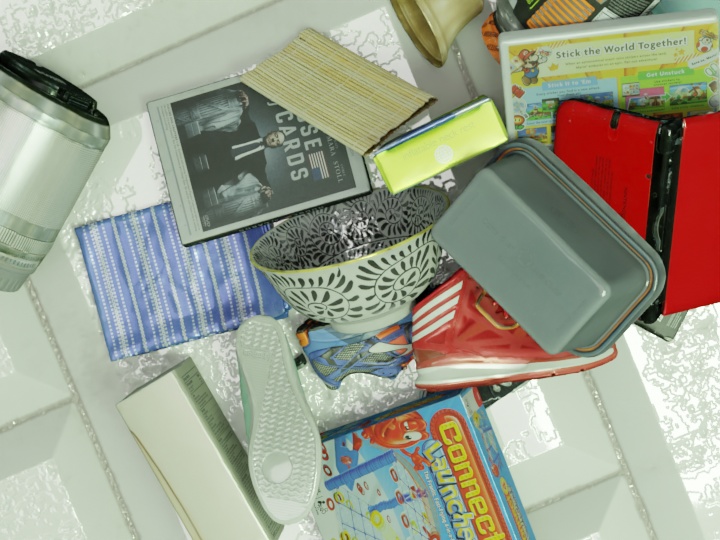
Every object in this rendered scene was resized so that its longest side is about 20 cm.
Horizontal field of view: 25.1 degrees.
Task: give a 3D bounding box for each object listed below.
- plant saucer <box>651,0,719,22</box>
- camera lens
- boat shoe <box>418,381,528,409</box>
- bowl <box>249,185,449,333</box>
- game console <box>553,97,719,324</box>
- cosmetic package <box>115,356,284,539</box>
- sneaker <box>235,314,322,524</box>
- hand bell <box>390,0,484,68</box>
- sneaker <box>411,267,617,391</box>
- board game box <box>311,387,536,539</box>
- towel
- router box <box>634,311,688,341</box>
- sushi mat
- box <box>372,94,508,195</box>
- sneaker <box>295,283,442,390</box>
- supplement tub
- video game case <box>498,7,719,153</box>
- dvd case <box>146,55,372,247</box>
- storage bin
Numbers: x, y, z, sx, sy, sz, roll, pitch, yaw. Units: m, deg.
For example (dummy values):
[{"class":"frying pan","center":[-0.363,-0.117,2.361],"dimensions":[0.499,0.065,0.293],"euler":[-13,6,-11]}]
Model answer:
[{"class":"plant saucer","center":[0.355,-0.314,1.569],"dimensions":[0.198,0.027,0.203],"euler":[-1,98,-8]},{"class":"camera lens","center":[-0.349,-0.101,1.575],"dimensions":[0.159,0.160,0.201],"euler":[30,95,1]},{"class":"boat shoe","center":[0.142,0.090,1.608],"dimensions":[0.199,0.068,0.072],"euler":[-33,92,5]},{"class":"bowl","center":[0.000,0.000,1.559],"dimensions":[0.198,0.201,0.095],"euler":[-14,109,4]},{"class":"game console","center":[0.277,-0.066,1.516],"dimensions":[0.171,0.118,0.202],"euler":[18,122,30]},{"class":"cosmetic package","center":[-0.157,0.195,1.617],"dimensions":[0.073,0.104,0.201],"euler":[-30,91,6]},{"class":"sneaker","center":[-0.075,0.152,1.594],"dimensions":[0.073,0.118,0.203],"euler":[-10,75,1]},{"class":"hand bell","center":[0.133,-0.295,1.583],"dimensions":[0.199,0.104,0.105],"euler":[-33,92,-8]},{"class":"sneaker","center":[0.143,0.047,1.536],"dimensions":[0.198,0.078,0.117],"euler":[-6,84,-11]},{"class":"board game box","center":[0.056,0.236,1.604],"dimensions":[0.194,0.056,0.202],"euler":[-21,93,22]},{"class":"towel","center":[-0.179,0.001,1.642],"dimensions":[0.198,0.024,0.146],"euler":[-15,93,4]},{"class":"router box","center":[0.283,-0.053,1.591],"dimensions":[0.149,0.062,0.201],"euler":[28,96,0]},{"class":"sushi mat","center":[-0.024,-0.174,1.547],"dimensions":[0.095,0.012,0.199],"euler":[-40,47,-17]},{"class":"box","center":[0.075,-0.121,1.529],"dimensions":[0.121,0.200,0.048],"euler":[-26,95,5]},{"class":"sneaker","center":[0.038,0.066,1.619],"dimensions":[0.198,0.075,0.079],"euler":[-12,105,11]},{"class":"supplement tub","center":[0.211,-0.266,1.509],"dimensions":[0.123,0.123,0.200],"euler":[44,120,-1]},{"class":"video game case","center":[0.233,-0.147,1.503],"dimensions":[0.197,0.023,0.184],"euler":[-6,124,5]},{"class":"dvd case","center":[-0.101,-0.122,1.616],"dimensions":[0.198,0.025,0.152],"euler":[-16,84,5]},{"class":"storage bin","center":[0.151,-0.008,1.444],"dimensions":[0.200,0.134,0.146],"euler":[45,110,12]}]
